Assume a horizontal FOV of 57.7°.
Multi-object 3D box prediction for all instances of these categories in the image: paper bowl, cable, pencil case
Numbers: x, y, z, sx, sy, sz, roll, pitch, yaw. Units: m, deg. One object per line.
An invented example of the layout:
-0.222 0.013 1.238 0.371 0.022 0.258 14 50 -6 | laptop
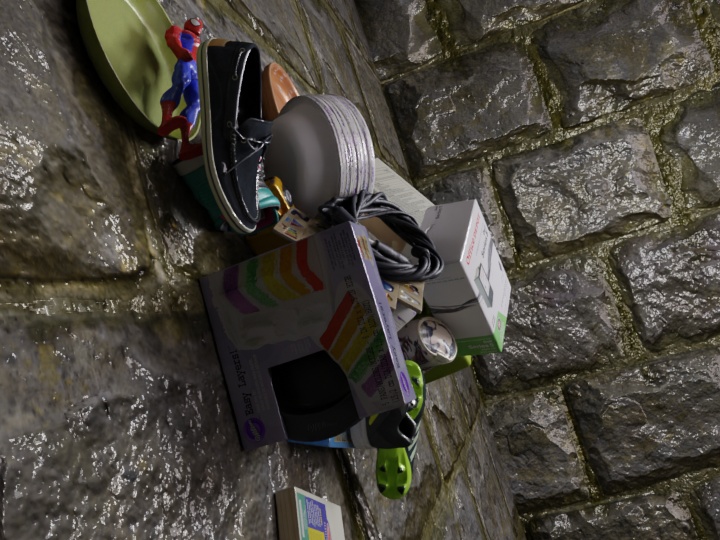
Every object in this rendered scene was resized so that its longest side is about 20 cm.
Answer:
-0.075 -0.156 0.963 0.104 0.201 0.201 -10 79 -33 | paper bowl
0.044 -0.047 0.866 0.163 0.051 0.200 41 23 23 | cable
0.056 0.143 1.005 0.078 0.200 0.090 25 45 -34 | pencil case

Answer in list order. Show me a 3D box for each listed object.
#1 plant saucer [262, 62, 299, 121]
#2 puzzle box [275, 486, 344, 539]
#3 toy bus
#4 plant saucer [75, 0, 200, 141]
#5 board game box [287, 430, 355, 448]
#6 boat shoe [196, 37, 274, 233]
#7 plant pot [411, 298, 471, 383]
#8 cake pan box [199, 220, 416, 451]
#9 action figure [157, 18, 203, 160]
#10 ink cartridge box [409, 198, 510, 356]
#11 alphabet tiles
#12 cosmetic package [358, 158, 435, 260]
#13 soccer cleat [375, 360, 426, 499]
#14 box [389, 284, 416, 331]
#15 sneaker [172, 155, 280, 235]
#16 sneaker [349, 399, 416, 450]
-0.131 -0.268 1.168 0.200 0.037 0.201 -19 90 -78 | plant saucer
-0.043 0.346 0.704 0.133 0.025 0.200 52 23 -54 | puzzle box
-0.101 -0.024 0.894 0.078 0.065 0.200 -87 156 -54 | toy bus
-0.235 -0.228 0.692 0.200 0.031 0.201 -17 90 -77 | plant saucer
-0.021 0.135 0.879 0.200 0.056 0.196 41 54 -66 | board game box
-0.122 -0.138 0.672 0.075 0.062 0.201 -30 116 -76 | boat shoe
0.060 0.077 1.146 0.182 0.200 0.199 54 20 -32 | plant pot
-0.057 0.073 0.677 0.052 0.184 0.201 10 63 -71 | cake pan box
-0.185 -0.211 0.712 0.065 0.052 0.200 48 25 -50 | action figure
0.161 0.013 1.016 0.200 0.084 0.146 60 35 -35 | ink cartridge box
-0.009 -0.016 0.806 0.200 0.006 0.166 29 21 -5 | alphabet tiles
0.055 -0.104 1.122 0.200 0.071 0.105 44 37 22 | cosmetic package
0.055 0.224 0.940 0.081 0.067 0.201 -14 112 -80 | soccer cleat
0.000 0.000 0.861 0.041 0.039 0.200 41 8 -48 | box
-0.140 -0.108 0.796 0.121 0.083 0.200 63 22 -15 | sneaker
0.026 0.135 0.800 0.075 0.084 0.200 -61 147 -55 | sneaker
